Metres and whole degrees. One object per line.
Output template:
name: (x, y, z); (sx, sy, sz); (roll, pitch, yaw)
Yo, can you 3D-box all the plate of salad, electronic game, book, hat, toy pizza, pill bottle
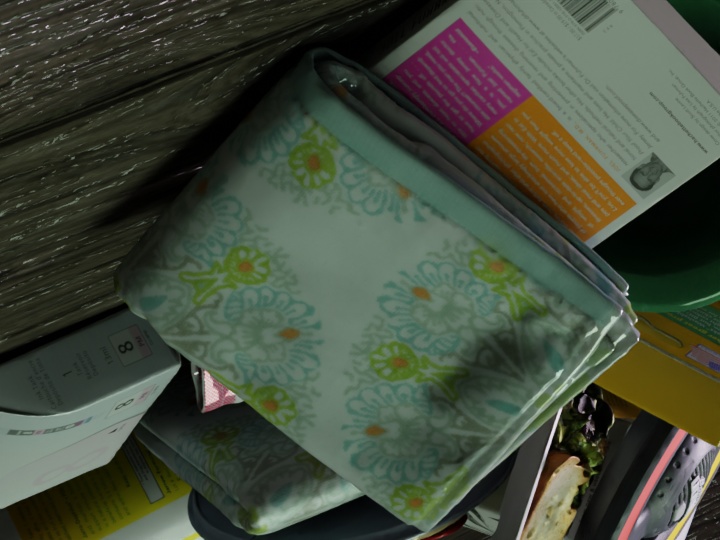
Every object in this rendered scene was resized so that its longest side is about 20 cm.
plate of salad: (0.112, 0.111, 1.468); (0.200, 0.048, 0.201); (18, 90, -84)
electronic game: (0.180, 0.119, 1.505); (0.200, 0.042, 0.200); (-51, 161, -25)
book: (0.061, -0.062, 1.182); (0.200, 0.134, 0.048); (-35, -159, 31)
hat: (0.151, -0.068, 1.316); (0.165, 0.201, 0.176); (-10, -172, 8)
toy pizza: (-0.003, 0.125, 1.520); (0.199, 0.032, 0.200); (-12, -158, 5)
pill bottle: (-0.175, 0.167, 1.648); (0.199, 0.105, 0.104); (-27, 168, -8)

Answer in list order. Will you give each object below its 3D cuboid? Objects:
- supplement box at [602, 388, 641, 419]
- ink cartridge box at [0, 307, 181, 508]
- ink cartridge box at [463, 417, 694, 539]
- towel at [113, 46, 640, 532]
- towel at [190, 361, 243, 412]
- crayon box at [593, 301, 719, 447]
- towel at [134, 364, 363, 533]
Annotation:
supplement box: (0.158, 0.021, 1.655); (0.108, 0.110, 0.200); (-24, -171, -22)
ink cartridge box: (-0.209, 0.098, 1.414); (0.199, 0.057, 0.163); (-28, 170, -29)
ink cartridge box: (0.098, 0.127, 1.658); (0.146, 0.199, 0.085); (35, 73, -57)
towel: (0.006, 0.014, 1.193); (0.171, 0.200, 0.048); (-47, -171, 32)
towel: (0.007, -0.005, 1.308); (0.199, 0.030, 0.147); (-16, 137, -16)
crayon box: (0.167, 0.026, 1.382); (0.200, 0.125, 0.052); (-28, 142, -60)
towel: (-0.027, 0.083, 1.513); (0.171, 0.048, 0.200); (-25, -156, -19)
